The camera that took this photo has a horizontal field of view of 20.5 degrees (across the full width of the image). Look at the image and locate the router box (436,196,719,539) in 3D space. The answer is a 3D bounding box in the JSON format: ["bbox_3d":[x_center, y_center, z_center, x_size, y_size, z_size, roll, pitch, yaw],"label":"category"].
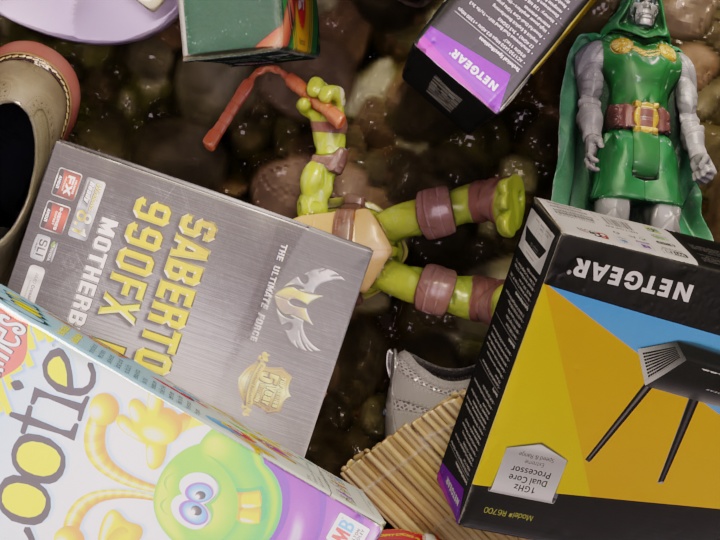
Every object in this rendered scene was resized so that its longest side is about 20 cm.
[{"bbox_3d":[0.152,0.061,0.931,0.199,0.051,0.150,12,109,-17],"label":"router box"}]

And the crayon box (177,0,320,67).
[{"bbox_3d":[-0.059,-0.201,0.953,0.050,0.127,0.201,-5,94,8],"label":"crayon box"}]

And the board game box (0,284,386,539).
[{"bbox_3d":[-0.104,0.097,0.856,0.199,0.105,0.103,30,88,-5],"label":"board game box"}]

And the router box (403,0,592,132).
[{"bbox_3d":[0.086,-0.139,0.924,0.051,0.200,0.149,40,92,-1],"label":"router box"}]

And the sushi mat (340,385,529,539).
[{"bbox_3d":[0.086,0.138,0.993,0.095,0.012,0.200,-32,116,22],"label":"sushi mat"}]

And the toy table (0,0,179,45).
[{"bbox_3d":[-0.166,-0.191,0.957,0.199,0.117,0.185,28,92,-5],"label":"toy table"}]

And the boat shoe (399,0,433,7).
[{"bbox_3d":[0.002,-0.164,0.931,0.071,0.200,0.060,14,95,17],"label":"boat shoe"}]

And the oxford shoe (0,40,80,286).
[{"bbox_3d":[-0.199,-0.014,0.969,0.070,0.075,0.201,20,112,-5],"label":"oxford shoe"}]

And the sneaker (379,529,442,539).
[{"bbox_3d":[0.001,0.217,1.001,0.077,0.073,0.201,4,109,0],"label":"sneaker"}]

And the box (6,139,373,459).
[{"bbox_3d":[-0.100,0.059,0.933,0.158,0.048,0.201,19,88,-5],"label":"box"}]

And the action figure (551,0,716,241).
[{"bbox_3d":[0.138,-0.050,0.995,0.117,0.055,0.201,6,73,-15],"label":"action figure"}]

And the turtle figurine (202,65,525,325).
[{"bbox_3d":[0.000,0.000,0.999,0.160,0.064,0.201,3,83,15],"label":"turtle figurine"}]

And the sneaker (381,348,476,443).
[{"bbox_3d":[0.105,0.063,1.006,0.199,0.075,0.083,-8,94,-3],"label":"sneaker"}]
